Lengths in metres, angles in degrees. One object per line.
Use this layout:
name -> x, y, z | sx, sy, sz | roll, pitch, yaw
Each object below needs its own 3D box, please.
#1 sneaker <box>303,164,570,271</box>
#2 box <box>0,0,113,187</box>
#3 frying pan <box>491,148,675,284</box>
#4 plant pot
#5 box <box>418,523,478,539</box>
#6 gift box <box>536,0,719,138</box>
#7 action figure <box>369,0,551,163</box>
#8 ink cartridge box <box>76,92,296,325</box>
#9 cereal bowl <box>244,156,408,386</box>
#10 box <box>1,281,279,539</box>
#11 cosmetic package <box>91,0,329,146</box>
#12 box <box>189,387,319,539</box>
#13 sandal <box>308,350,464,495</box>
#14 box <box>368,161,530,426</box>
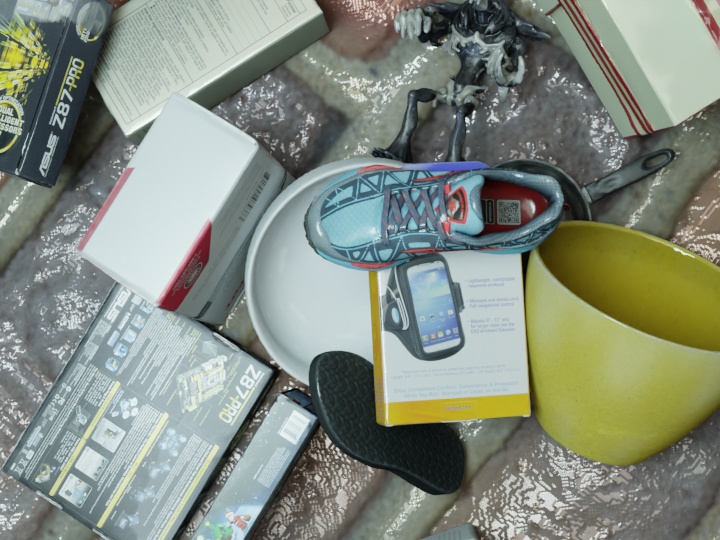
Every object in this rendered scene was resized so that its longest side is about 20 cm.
sneaker -> 0.058, -0.049, 0.964 | 0.198, 0.096, 0.080 | -7, 84, -12
box -> -0.314, -0.172, 1.115 | 0.199, 0.049, 0.162 | 19, 87, 33
frying pan -> 0.166, -0.066, 1.132 | 0.115, 0.031, 0.190 | 42, 86, 3
plant pot -> 0.210, 0.069, 1.058 | 0.199, 0.200, 0.143 | 20, 116, 5
box -> 0.024, 0.316, 1.078 | 0.198, 0.106, 0.153 | -19, 85, 2
gift box -> 0.260, -0.238, 1.069 | 0.199, 0.185, 0.187 | -34, 94, -6
action figure -> 0.086, -0.173, 1.107 | 0.118, 0.102, 0.201 | 19, 81, 15
ink cartridge box -> -0.131, -0.043, 1.068 | 0.083, 0.200, 0.146 | 31, 88, 9
cereal bowl -> 0.000, 0.000, 1.099 | 0.198, 0.083, 0.202 | -2, 105, -9
box -> -0.188, 0.128, 1.134 | 0.160, 0.049, 0.201 | 31, 88, 7
cosmetic package -> -0.137, -0.203, 1.141 | 0.199, 0.073, 0.104 | -31, 84, 1
box -> -0.097, 0.192, 1.079 | 0.038, 0.137, 0.201 | 31, 88, 3
sandal -> 0.013, 0.132, 1.069 | 0.048, 0.200, 0.076 | -11, 53, 37
box -> 0.067, 0.017, 1.032 | 0.118, 0.041, 0.202 | -2, 85, -12
